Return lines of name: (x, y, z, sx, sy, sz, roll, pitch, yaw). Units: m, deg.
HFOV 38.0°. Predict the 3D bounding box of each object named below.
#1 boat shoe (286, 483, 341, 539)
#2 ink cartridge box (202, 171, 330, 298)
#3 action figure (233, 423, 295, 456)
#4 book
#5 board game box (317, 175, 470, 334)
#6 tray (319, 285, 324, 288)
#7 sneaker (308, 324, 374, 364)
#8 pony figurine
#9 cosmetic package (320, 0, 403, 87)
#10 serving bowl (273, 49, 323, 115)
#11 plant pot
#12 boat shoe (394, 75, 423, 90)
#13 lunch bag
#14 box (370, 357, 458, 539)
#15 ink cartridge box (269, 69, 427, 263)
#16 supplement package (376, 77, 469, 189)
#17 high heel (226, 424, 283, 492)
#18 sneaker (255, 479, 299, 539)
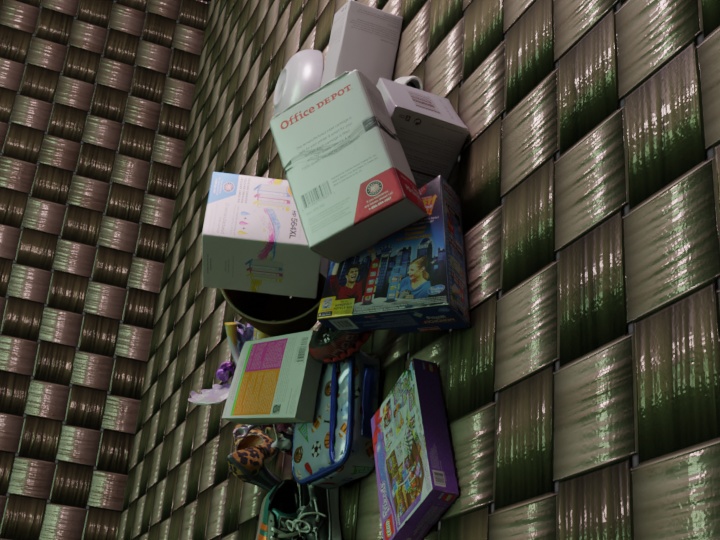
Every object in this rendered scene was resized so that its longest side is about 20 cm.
boat shoe: (-0.069, 0.370, 1.545, 0.074, 0.068, 0.200, 128, 150, -50)
ink cartridge box: (-0.129, -0.051, 1.558, 0.126, 0.199, 0.129, 99, 175, -52)
action figure: (-0.129, 0.222, 1.770, 0.149, 0.133, 0.201, -40, -50, -52)
book: (-0.131, 0.166, 1.603, 0.200, 0.048, 0.134, -12, 63, 53)
board game box: (0.058, -0.019, 1.364, 0.199, 0.062, 0.201, -7, 55, 33)
tray: (-0.023, -0.064, 1.771, 0.099, 0.037, 0.201, -174, 98, -71)
sneaker: (-0.012, 0.061, 1.470, 0.200, 0.098, 0.071, -35, 41, 29)
pony figurine: (-0.207, 0.197, 1.940, 0.193, 0.166, 0.201, 5, 99, 45)
cosmetic package: (-0.004, -0.349, 1.807, 0.085, 0.107, 0.201, 169, 115, -69)
serving bowl: (-0.147, -0.395, 2.306, 0.200, 0.066, 0.201, -167, 90, -70)
plant pot: (-0.128, 0.037, 1.720, 0.200, 0.185, 0.187, 85, -171, -65)
boat shoe: (0.053, -0.203, 1.609, 0.201, 0.072, 0.066, -69, 14, -5)
lunch bag: (-0.033, 0.211, 1.534, 0.160, 0.075, 0.201, -37, 44, 47)
box: (0.064, 0.230, 1.312, 0.201, 0.039, 0.137, -96, 28, -45)
ink cartridge box: (-0.018, -0.135, 1.360, 0.145, 0.083, 0.201, -27, 65, 19)
supplement package: (0.053, -0.149, 1.491, 0.117, 0.117, 0.201, -110, 39, -57)
high heel: (-0.206, 0.303, 1.814, 0.071, 0.143, 0.200, -46, 40, 1)
sneaker: (-0.132, 0.428, 1.676, 0.080, 0.071, 0.201, 118, 158, -46)
